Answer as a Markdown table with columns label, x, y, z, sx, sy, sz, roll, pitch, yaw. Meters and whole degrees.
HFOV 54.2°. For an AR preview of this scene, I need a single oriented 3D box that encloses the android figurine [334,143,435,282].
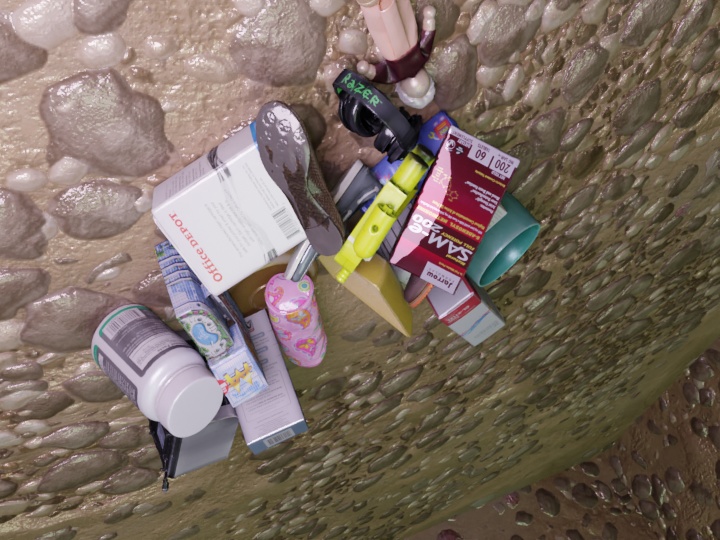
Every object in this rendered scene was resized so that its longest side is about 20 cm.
| label | x | y | z | sx | sy | sz | roll | pitch | yaw |
| --- | --- | --- | --- | --- | --- | --- | --- | --- | --- |
| android figurine | 0.028 | -0.070 | 0.923 | 0.202 | 0.041 | 0.182 | -55 | 180 | 22 |

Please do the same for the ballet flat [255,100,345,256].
| label | x | y | z | sx | sy | sz | roll | pitch | yaw |
| --- | --- | --- | --- | --- | --- | --- | --- | --- | --- |
| ballet flat | -0.068 | -0.111 | 0.849 | 0.066 | 0.047 | 0.203 | -17 | 117 | 18 |

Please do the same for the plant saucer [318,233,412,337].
| label | x | y | z | sx | sy | sz | roll | pitch | yaw |
| --- | --- | --- | --- | --- | --- | --- | --- | --- | --- |
| plant saucer | 0.000 | 0.000 | 1.108 | 0.049 | 0.199 | 0.201 | -48 | 149 | -8 |

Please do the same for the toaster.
| label | x | y | z | sx | sy | sz | roll | pitch | yaw |
| --- | --- | --- | --- | --- | --- | --- | --- | --- | --- |
| toaster | -0.292 | 0.227 | 1.170 | 0.116 | 0.183 | 0.203 | -9 | 142 | -29 |

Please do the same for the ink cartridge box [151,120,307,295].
| label | x | y | z | sx | sy | sz | roll | pitch | yaw |
| --- | --- | --- | --- | --- | --- | --- | --- | --- | --- |
| ink cartridge box | -0.149 | -0.088 | 0.908 | 0.197 | 0.085 | 0.148 | -30 | 122 | 3 |

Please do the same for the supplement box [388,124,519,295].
| label | x | y | z | sx | sy | sz | roll | pitch | yaw |
| --- | --- | --- | --- | --- | --- | --- | --- | --- | --- |
| supplement box | 0.126 | -0.084 | 0.971 | 0.061 | 0.106 | 0.204 | -65 | 180 | -77 |

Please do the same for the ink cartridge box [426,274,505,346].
| label | x | y | z | sx | sy | sz | roll | pitch | yaw |
| --- | --- | --- | --- | --- | --- | --- | --- | --- | --- |
| ink cartridge box | 0.183 | 0.042 | 1.337 | 0.082 | 0.148 | 0.199 | -36 | 147 | 11 |

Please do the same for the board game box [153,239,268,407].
| label | x | y | z | sx | sy | sz | roll | pitch | yaw |
| --- | --- | --- | --- | --- | --- | --- | --- | --- | --- |
| board game box | -0.203 | 0.079 | 0.995 | 0.061 | 0.201 | 0.202 | -28 | 138 | -6 |

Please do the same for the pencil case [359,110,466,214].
| label | x | y | z | sx | sy | sz | roll | pitch | yaw |
| --- | --- | --- | --- | --- | --- | --- | --- | --- | --- |
| pencil case | 0.077 | -0.148 | 1.053 | 0.198 | 0.088 | 0.078 | -38 | 171 | 13 |

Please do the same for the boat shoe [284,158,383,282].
| label | x | y | z | sx | sy | sz | roll | pitch | yaw |
| --- | --- | --- | --- | --- | --- | --- | --- | --- | --- |
| boat shoe | -0.035 | -0.061 | 0.986 | 0.203 | 0.061 | 0.073 | -58 | -167 | -16 |

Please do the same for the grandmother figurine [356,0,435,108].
| label | x | y | z | sx | sy | sz | roll | pitch | yaw |
| --- | --- | --- | --- | --- | --- | --- | --- | --- | --- |
| grandmother figurine | 0.049 | -0.278 | 0.880 | 0.119 | 0.062 | 0.201 | -26 | 146 | 8 |

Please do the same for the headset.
| label | x | y | z | sx | sy | sz | roll | pitch | yaw |
| --- | --- | --- | --- | --- | --- | --- | --- | --- | --- |
| headset | 0.036 | -0.205 | 0.925 | 0.095 | 0.123 | 0.200 | -49 | 159 | 0 |

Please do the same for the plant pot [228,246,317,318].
| label | x | y | z | sx | sy | sz | roll | pitch | yaw |
| --- | --- | --- | --- | --- | --- | --- | --- | --- | --- |
| plant pot | -0.156 | 0.034 | 1.165 | 0.195 | 0.028 | 0.202 | -22 | 146 | -15 |

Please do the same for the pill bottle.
| label | x | y | z | sx | sy | sz | roll | pitch | yaw |
| --- | --- | --- | --- | --- | --- | --- | --- | --- | --- |
| pill bottle | -0.293 | 0.144 | 1.017 | 0.112 | 0.198 | 0.115 | -32 | 139 | -33 |

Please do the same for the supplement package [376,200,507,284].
| label | x | y | z | sx | sy | sz | roll | pitch | yaw |
| --- | --- | --- | --- | --- | --- | --- | --- | --- | --- |
| supplement package | 0.119 | -0.082 | 1.150 | 0.199 | 0.111 | 0.113 | -43 | 145 | 19 |

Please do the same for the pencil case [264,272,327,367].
| label | x | y | z | sx | sy | sz | roll | pitch | yaw |
| --- | --- | --- | --- | --- | --- | --- | --- | --- | --- |
| pencil case | -0.104 | 0.084 | 1.176 | 0.086 | 0.089 | 0.202 | -24 | 148 | -8 |

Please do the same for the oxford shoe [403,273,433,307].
| label | x | y | z | sx | sy | sz | roll | pitch | yaw |
| --- | --- | --- | --- | --- | --- | --- | --- | --- | --- |
| oxford shoe | 0.098 | -0.043 | 1.052 | 0.071 | 0.071 | 0.205 | 19 | 108 | -6 |

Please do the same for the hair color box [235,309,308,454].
| label | x | y | z | sx | sy | sz | roll | pitch | yaw |
| --- | --- | --- | --- | --- | --- | --- | --- | --- | --- |
| hair color box | -0.163 | 0.177 | 1.138 | 0.097 | 0.204 | 0.061 | -21 | 153 | -6 |

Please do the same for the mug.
| label | x | y | z | sx | sy | sz | roll | pitch | yaw |
| --- | --- | --- | --- | --- | --- | --- | --- | --- | --- |
| mug | 0.227 | -0.062 | 1.252 | 0.151 | 0.115 | 0.185 | -40 | 161 | -4 |
